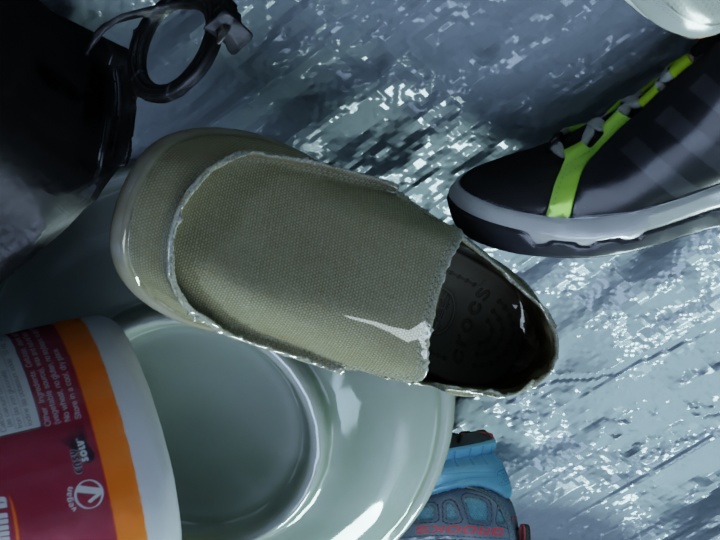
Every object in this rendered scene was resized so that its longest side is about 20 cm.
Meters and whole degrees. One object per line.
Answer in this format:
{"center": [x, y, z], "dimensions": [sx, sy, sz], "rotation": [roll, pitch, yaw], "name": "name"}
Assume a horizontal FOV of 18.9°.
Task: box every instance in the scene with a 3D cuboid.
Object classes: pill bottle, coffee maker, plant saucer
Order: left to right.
{"center": [-0.181, -0.095, 0.737], "dimensions": [0.192, 0.135, 0.200], "rotation": [-45, 125, 3], "name": "coffee maker"}
{"center": [-0.172, 0.089, 0.771], "dimensions": [0.200, 0.110, 0.110], "rotation": [-13, 134, -16], "name": "pill bottle"}
{"center": [-0.063, 0.056, 0.867], "dimensions": [0.200, 0.050, 0.201], "rotation": [3, 113, 7], "name": "plant saucer"}

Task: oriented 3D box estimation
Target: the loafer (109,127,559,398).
{"center": [0.000, 0.000, 0.779], "dimensions": [0.200, 0.076, 0.068], "rotation": [17, 177, -42], "name": "loafer"}

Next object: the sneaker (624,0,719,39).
{"center": [0.117, -0.147, 0.695], "dimensions": [0.076, 0.092, 0.200], "rotation": [-23, 135, -14], "name": "sneaker"}

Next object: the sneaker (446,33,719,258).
{"center": [0.128, -0.062, 0.818], "dimensions": [0.199, 0.072, 0.083], "rotation": [-10, 108, 6], "name": "sneaker"}

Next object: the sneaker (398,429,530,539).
{"center": [-0.020, 0.144, 0.948], "dimensions": [0.200, 0.096, 0.079], "rotation": [-25, 170, 20], "name": "sneaker"}
